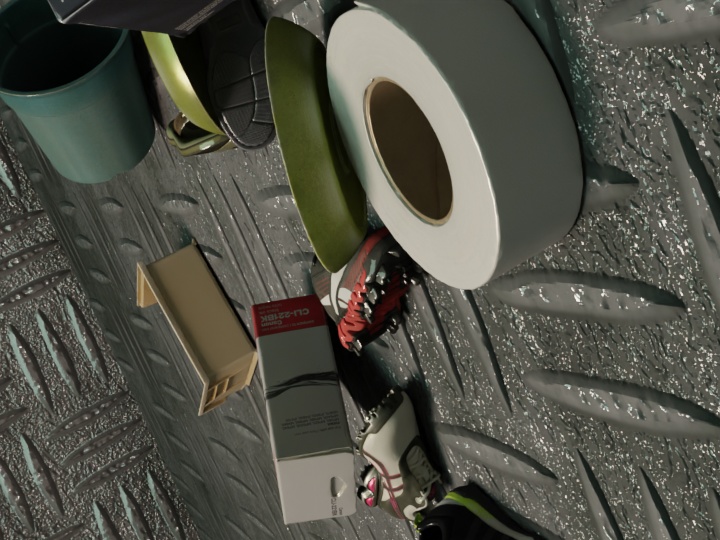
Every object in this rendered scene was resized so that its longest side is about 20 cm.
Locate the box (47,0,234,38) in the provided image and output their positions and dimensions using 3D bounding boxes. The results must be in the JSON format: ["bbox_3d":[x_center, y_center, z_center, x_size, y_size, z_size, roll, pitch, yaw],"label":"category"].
[{"bbox_3d":[-0.186,-0.302,0.937,0.202,0.122,0.198,61,-159,2],"label":"box"}]

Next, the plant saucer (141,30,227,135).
[{"bbox_3d":[-0.173,-0.219,1.144,0.200,0.031,0.202,-20,-90,-82],"label":"plant saucer"}]

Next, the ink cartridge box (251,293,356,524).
[{"bbox_3d":[-0.062,0.152,1.300,0.145,0.083,0.202,88,170,-51],"label":"ink cartridge box"}]

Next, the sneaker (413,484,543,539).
[{"bbox_3d":[0.118,0.274,1.102,0.200,0.082,0.072,31,144,57],"label":"sneaker"}]

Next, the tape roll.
[{"bbox_3d":[0.058,-0.093,0.796,0.203,0.070,0.203,52,158,30],"label":"tape roll"}]

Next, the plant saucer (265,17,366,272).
[{"bbox_3d":[-0.029,-0.100,0.931,0.200,0.031,0.203,-12,-90,-82],"label":"plant saucer"}]

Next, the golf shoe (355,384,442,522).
[{"bbox_3d":[0.047,0.190,1.220,0.088,0.077,0.201,30,150,23],"label":"golf shoe"}]

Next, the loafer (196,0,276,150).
[{"bbox_3d":[-0.119,-0.214,1.118,0.063,0.071,0.202,-115,9,-75],"label":"loafer"}]

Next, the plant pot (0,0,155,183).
[{"bbox_3d":[-0.361,-0.229,1.531,0.200,0.199,0.197,48,164,34],"label":"plant pot"}]

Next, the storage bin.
[{"bbox_3d":[-0.245,0.088,1.769,0.201,0.093,0.199,58,160,12],"label":"storage bin"}]

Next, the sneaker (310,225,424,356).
[{"bbox_3d":[0.000,0.000,1.063,0.098,0.070,0.201,55,161,14],"label":"sneaker"}]

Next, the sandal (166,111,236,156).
[{"bbox_3d":[-0.168,-0.160,1.285,0.201,0.079,0.058,25,125,61],"label":"sandal"}]
